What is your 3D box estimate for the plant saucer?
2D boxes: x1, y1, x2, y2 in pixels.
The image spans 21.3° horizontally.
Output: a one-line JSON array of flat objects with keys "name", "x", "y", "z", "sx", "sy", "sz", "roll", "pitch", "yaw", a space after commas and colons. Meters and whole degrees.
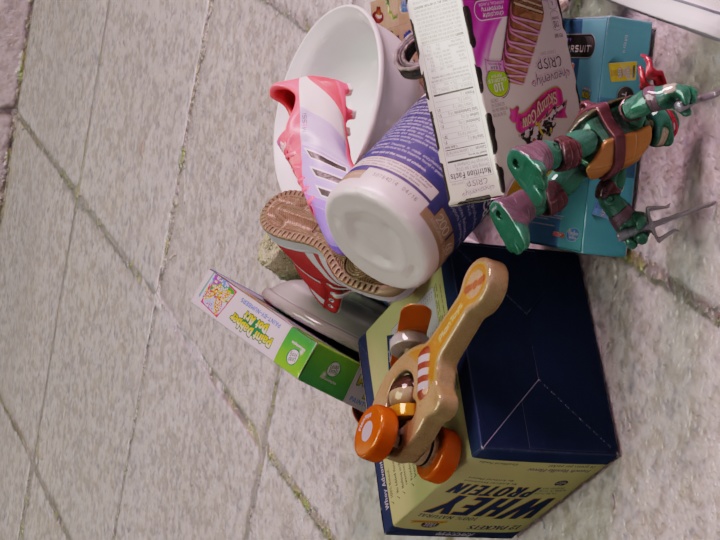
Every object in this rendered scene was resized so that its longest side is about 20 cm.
[{"name": "plant saucer", "x": 0.000, "y": 0.049, "z": 1.901, "sx": 0.050, "sy": 0.200, "sz": 0.200, "roll": -63, "pitch": 26, "yaw": 2}]

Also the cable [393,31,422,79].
[{"name": "cable", "x": 0.110, "y": -0.252, "z": 1.730, "sx": 0.097, "sy": 0.200, "sz": 0.050, "roll": 64, "pitch": -179, "yaw": 34}]

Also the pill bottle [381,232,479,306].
[{"name": "pill bottle", "x": 0.053, "y": -0.012, "z": 1.876, "sx": 0.200, "sy": 0.109, "sz": 0.109, "roll": -149, "pitch": 66, "yaw": -63}]

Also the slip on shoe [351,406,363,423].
[{"name": "slip on shoe", "x": 0.010, "y": 0.110, "z": 2.011, "sx": 0.074, "sy": 0.061, "sz": 0.200, "roll": 115, "pitch": 150, "yaw": -42}]

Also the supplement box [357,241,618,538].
[{"name": "supplement box", "x": 0.107, "y": 0.111, "z": 1.701, "sx": 0.200, "sy": 0.134, "sz": 0.200, "roll": 131, "pitch": 138, "yaw": -53}]

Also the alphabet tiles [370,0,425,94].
[{"name": "alphabet tiles", "x": 0.055, "y": -0.225, "z": 1.853, "sx": 0.200, "sy": 0.008, "sz": 0.167, "roll": 178, "pitch": 88, "yaw": -67}]

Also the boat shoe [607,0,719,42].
[{"name": "boat shoe", "x": 0.225, "y": -0.236, "z": 1.505, "sx": 0.200, "sy": 0.074, "sz": 0.065, "roll": 25, "pitch": 99, "yaw": 22}]

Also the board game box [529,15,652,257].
[{"name": "board game box", "x": 0.187, "y": -0.119, "z": 1.669, "sx": 0.151, "sy": 0.047, "sz": 0.200, "roll": -164, "pitch": 80, "yaw": -66}]

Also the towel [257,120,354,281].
[{"name": "towel", "x": -0.024, "y": -0.068, "z": 1.966, "sx": 0.036, "sy": 0.148, "sz": 0.200, "roll": 26, "pitch": 82, "yaw": 32}]

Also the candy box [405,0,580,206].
[{"name": "candy box", "x": 0.113, "y": -0.162, "z": 1.553, "sx": 0.061, "sy": 0.136, "sz": 0.200, "roll": -8, "pitch": 96, "yaw": 41}]

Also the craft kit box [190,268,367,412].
[{"name": "craft kit box", "x": -0.040, "y": 0.085, "z": 1.883, "sx": 0.197, "sy": 0.200, "sz": 0.049, "roll": 27, "pitch": 88, "yaw": 48}]

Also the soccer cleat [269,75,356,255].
[{"name": "soccer cleat", "x": -0.038, "y": -0.094, "z": 1.706, "sx": 0.067, "sy": 0.076, "sz": 0.200, "roll": 103, "pitch": 165, "yaw": -52}]

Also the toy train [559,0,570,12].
[{"name": "toy train", "x": 0.147, "y": -0.282, "z": 1.635, "sx": 0.085, "sy": 0.116, "sz": 0.200, "roll": -21, "pitch": 43, "yaw": 65}]

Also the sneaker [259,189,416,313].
[{"name": "sneaker", "x": 0.000, "y": 0.000, "z": 1.754, "sx": 0.071, "sy": 0.113, "sz": 0.200, "roll": -48, "pitch": 44, "yaw": -13}]

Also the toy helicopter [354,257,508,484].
[{"name": "toy helicopter", "x": 0.063, "y": 0.068, "z": 1.585, "sx": 0.200, "sy": 0.079, "sz": 0.132, "roll": -59, "pitch": 25, "yaw": 24}]

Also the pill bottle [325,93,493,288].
[{"name": "pill bottle", "x": 0.069, "y": -0.086, "z": 1.629, "sx": 0.200, "sy": 0.111, "sz": 0.111, "roll": -47, "pitch": 5, "yaw": -31}]

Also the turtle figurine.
[{"name": "turtle figurine", "x": 0.198, "y": -0.087, "z": 1.489, "sx": 0.101, "sy": 0.200, "sz": 0.150, "roll": 43, "pitch": 145, "yaw": 42}]

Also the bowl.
[{"name": "bowl", "x": 0.002, "y": -0.147, "z": 1.839, "sx": 0.201, "sy": 0.090, "sz": 0.201, "roll": -28, "pitch": 57, "yaw": 53}]
